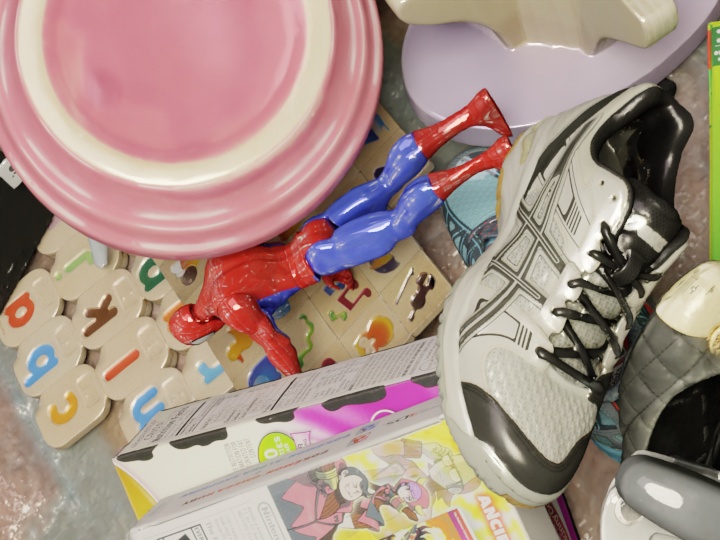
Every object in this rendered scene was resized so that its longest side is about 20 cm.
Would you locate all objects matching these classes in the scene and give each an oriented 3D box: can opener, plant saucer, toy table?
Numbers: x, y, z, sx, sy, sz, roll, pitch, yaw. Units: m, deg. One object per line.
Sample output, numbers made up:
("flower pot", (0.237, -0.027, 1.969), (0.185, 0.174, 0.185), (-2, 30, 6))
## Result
("can opener", (0.193, 0.124, 0.629), (0.198, 0.066, 0.053), (16, 94, -5))
("plant saucer", (-0.087, -0.108, 0.737), (0.198, 0.051, 0.203), (0, 81, -1))
("toy table", (0.102, -0.162, 0.778), (0.200, 0.117, 0.184), (-44, 65, -8))

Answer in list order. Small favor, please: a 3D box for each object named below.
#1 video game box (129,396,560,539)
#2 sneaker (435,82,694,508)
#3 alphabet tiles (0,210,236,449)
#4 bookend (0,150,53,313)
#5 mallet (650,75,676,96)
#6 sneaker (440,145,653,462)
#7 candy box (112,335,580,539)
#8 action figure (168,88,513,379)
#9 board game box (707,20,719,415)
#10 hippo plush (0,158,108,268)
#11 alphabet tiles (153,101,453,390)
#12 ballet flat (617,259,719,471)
("video game box", (0.015, 0.171, 0.700), (0.181, 0.047, 0.201), (-21, 99, 24))
("sneaker", (0.092, 0.000, 0.644), (0.087, 0.075, 0.201), (-27, 40, 48))
("alphabet tiles", (-0.133, 0.010, 0.926), (0.195, 0.015, 0.201), (-38, 58, 9))
("bookend", (-0.325, -0.076, 0.944), (0.198, 0.200, 0.093), (23, 82, 37))
("mallet", (0.101, -0.155, 0.856), (0.199, 0.041, 0.066), (32, 85, 29))
("sneaker", (0.097, 0.000, 0.758), (0.079, 0.095, 0.201), (-41, 57, 9))
("candy box", (-0.005, 0.118, 0.749), (0.198, 0.061, 0.137), (-17, 102, 23))
("action figure", (0.000, 0.000, 0.774), (0.199, 0.099, 0.066), (-27, 42, 11))
("board game box", (0.221, -0.027, 0.731), (0.101, 0.048, 0.202), (-5, 69, 27))
("hippo plush", (-0.145, -0.124, 0.844), (0.159, 0.161, 0.200), (42, 90, -4))
("alphabet tiles", (-0.032, -0.018, 0.851), (0.167, 0.008, 0.200), (-47, 53, 13))
("ballet flat", (0.145, 0.091, 0.674), (0.057, 0.066, 0.202), (-130, 41, -58))
